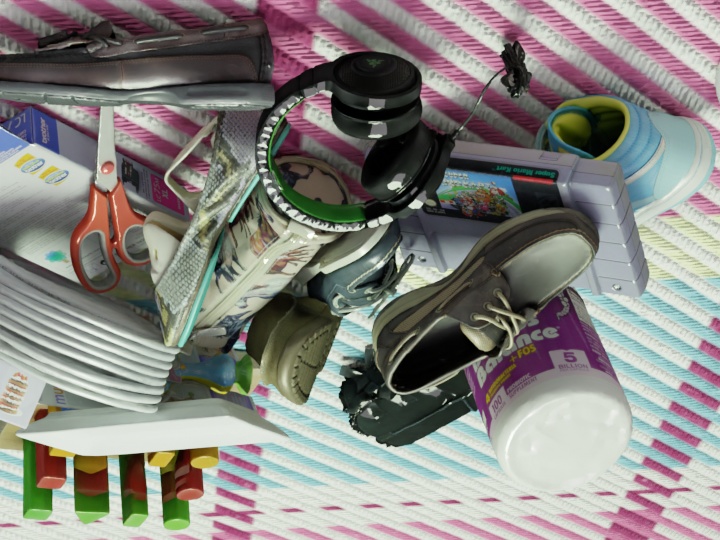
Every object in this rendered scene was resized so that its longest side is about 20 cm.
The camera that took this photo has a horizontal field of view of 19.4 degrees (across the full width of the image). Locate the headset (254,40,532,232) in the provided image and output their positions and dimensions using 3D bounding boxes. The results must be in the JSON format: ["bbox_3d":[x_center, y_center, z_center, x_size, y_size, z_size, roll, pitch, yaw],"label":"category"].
[{"bbox_3d":[0.023,-0.105,1.467,0.199,0.094,0.124,-18,123,13],"label":"headset"}]

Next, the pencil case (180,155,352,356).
[{"bbox_3d":[-0.082,-0.011,1.617,0.077,0.090,0.200,22,141,-21],"label":"pencil case"}]

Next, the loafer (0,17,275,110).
[{"bbox_3d":[-0.156,-0.142,1.423,0.198,0.064,0.072,2,180,-6],"label":"loafer"}]

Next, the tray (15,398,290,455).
[{"bbox_3d":[-0.166,0.124,1.681,0.199,0.022,0.107,-6,164,25],"label":"tray"}]

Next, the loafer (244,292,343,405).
[{"bbox_3d":[-0.060,0.058,1.691,0.067,0.077,0.200,18,-176,4],"label":"loafer"}]

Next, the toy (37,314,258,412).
[{"bbox_3d":[-0.182,0.070,1.741,0.199,0.115,0.047,10,119,-24],"label":"toy"}]

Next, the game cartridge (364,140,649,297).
[{"bbox_3d":[0.107,-0.041,1.558,0.199,0.039,0.130,8,147,28],"label":"game cartridge"}]

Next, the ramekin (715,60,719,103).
[{"bbox_3d":[0.362,-0.114,1.518,0.199,0.098,0.201,-5,151,-3],"label":"ramekin"}]

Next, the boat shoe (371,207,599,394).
[{"bbox_3d":[0.093,0.031,1.523,0.200,0.074,0.074,-36,124,28],"label":"boat shoe"}]

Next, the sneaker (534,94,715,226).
[{"bbox_3d":[0.155,-0.066,1.585,0.130,0.080,0.200,20,132,-41],"label":"sneaker"}]

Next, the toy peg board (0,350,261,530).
[{"bbox_3d":[-0.205,0.152,1.871,0.199,0.098,0.199,7,148,-23],"label":"toy peg board"}]

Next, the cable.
[{"bbox_3d":[-0.233,0.040,1.600,0.199,0.070,0.200,25,179,35],"label":"cable"}]

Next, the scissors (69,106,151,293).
[{"bbox_3d":[-0.188,-0.062,1.512,0.073,0.014,0.201,-25,138,-14],"label":"scissors"}]

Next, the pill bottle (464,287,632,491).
[{"bbox_3d":[0.137,0.070,1.677,0.111,0.201,0.113,-8,129,-10],"label":"pill bottle"}]

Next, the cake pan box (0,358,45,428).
[{"bbox_3d":[-0.368,0.051,1.616,0.183,0.053,0.200,14,169,43],"label":"cake pan box"}]

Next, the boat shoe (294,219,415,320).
[{"bbox_3d":[0.000,0.000,1.610,0.062,0.075,0.200,47,160,-4],"label":"boat shoe"}]

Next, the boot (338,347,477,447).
[{"bbox_3d":[0.091,0.116,1.892,0.162,0.074,0.198,-31,135,33],"label":"boot"}]

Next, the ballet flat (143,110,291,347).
[{"bbox_3d":[-0.119,-0.040,1.534,0.072,0.072,0.201,14,115,-31],"label":"ballet flat"}]

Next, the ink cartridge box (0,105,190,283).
[{"bbox_3d":[-0.235,-0.058,1.556,0.119,0.042,0.200,-27,147,29],"label":"ink cartridge box"}]
